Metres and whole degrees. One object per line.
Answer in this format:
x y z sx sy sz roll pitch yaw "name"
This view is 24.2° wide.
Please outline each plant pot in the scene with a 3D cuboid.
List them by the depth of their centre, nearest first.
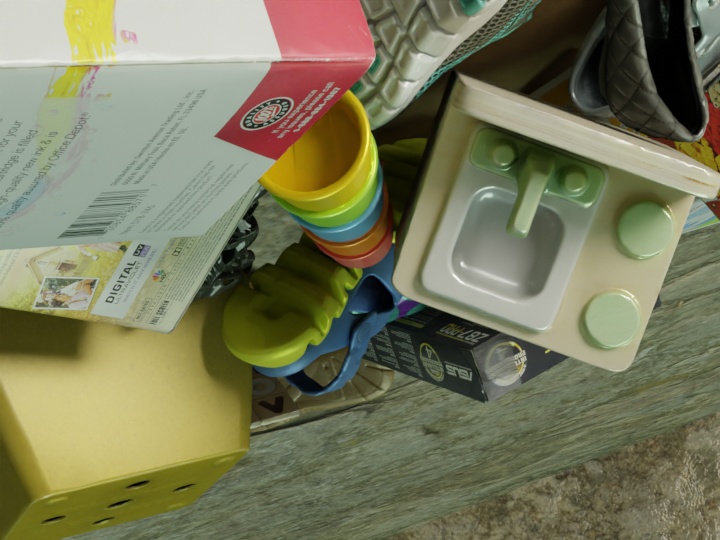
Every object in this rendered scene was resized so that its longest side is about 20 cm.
-0.170 0.061 1.030 0.199 0.177 0.200 -11 162 -27 "plant pot"

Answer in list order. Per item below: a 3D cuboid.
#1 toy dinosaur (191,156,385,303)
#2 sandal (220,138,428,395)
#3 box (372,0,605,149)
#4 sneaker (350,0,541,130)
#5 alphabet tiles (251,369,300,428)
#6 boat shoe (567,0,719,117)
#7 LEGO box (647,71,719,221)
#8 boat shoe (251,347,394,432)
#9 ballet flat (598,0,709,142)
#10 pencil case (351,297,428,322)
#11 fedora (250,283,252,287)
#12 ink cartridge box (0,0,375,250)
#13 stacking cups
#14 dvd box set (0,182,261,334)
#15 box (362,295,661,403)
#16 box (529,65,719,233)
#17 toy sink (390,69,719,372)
-0.077 -0.053 0.914 0.200 0.102 0.136 17 134 -19 "toy dinosaur"
0.000 0.000 1.010 0.200 0.079 0.087 -43 141 -20 "sandal"
0.076 -0.126 0.972 0.200 0.021 0.163 -24 164 16 "box"
0.044 -0.127 0.845 0.091 0.078 0.200 -13 167 -41 "sneaker"
-0.156 0.114 1.325 0.199 0.008 0.167 -14 -152 -18 "alphabet tiles"
0.180 -0.146 0.877 0.071 0.070 0.201 -22 159 -45 "boat shoe"
0.277 -0.127 0.941 0.200 0.077 0.149 -40 178 -22 "LEGO box"
-0.066 0.089 1.444 0.199 0.071 0.069 -8 -158 9 "boat shoe"
0.145 -0.147 0.800 0.066 0.057 0.200 -42 143 -27 "ballet flat"
0.076 -0.022 1.206 0.199 0.085 0.092 -19 151 1 "pencil case"
-0.147 0.074 1.270 0.200 0.082 0.201 -18 165 -5 "fedora"
-0.129 -0.098 0.603 0.200 0.145 0.145 -6 160 -38 "ink cartridge box"
-0.008 -0.040 0.859 0.060 0.061 0.200 -20 165 5 "stacking cups"
-0.144 -0.043 0.810 0.200 0.029 0.147 11 122 -40 "dvd box set"
0.100 0.027 1.253 0.161 0.049 0.200 -25 -162 -24 "box"
0.188 -0.078 1.066 0.200 0.102 0.112 -15 170 -38 "box"
0.091 -0.027 0.862 0.130 0.112 0.200 19 -171 -2 "toy sink"
